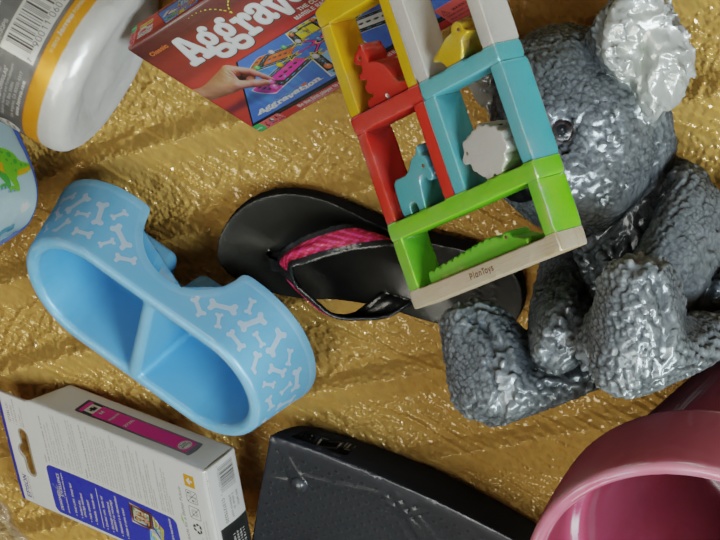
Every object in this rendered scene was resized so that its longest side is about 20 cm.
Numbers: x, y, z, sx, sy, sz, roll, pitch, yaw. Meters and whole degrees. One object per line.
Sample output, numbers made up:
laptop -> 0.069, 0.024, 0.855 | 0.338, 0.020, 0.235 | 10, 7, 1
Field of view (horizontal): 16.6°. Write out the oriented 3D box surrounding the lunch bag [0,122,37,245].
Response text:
lunch bag -> -0.306, -0.063, 1.555 | 0.200, 0.082, 0.161 | -30, 81, 39

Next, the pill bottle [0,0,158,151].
pill bottle -> -0.228, -0.164, 1.440 | 0.200, 0.116, 0.117 | 30, 131, 9

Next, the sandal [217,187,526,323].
sandal -> 0.000, 0.000, 1.470 | 0.199, 0.045, 0.075 | 12, 127, 22

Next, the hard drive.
hard drive -> 0.029, 0.181, 1.579 | 0.199, 0.042, 0.135 | 23, 129, 15

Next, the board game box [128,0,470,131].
board game box -> -0.029, -0.143, 1.370 | 0.103, 0.020, 0.200 | 32, 141, -30

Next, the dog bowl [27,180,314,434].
dog bowl -> -0.123, 0.027, 1.532 | 0.200, 0.050, 0.112 | 35, 146, 11

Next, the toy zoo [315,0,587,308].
toy zoo -> 0.039, -0.091, 1.267 | 0.131, 0.020, 0.201 | -24, 83, 53

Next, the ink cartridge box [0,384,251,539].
ink cartridge box -> -0.158, 0.137, 1.643 | 0.199, 0.037, 0.095 | 16, 128, 36

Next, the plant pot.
plant pot -> 0.210, 0.134, 1.322 | 0.199, 0.179, 0.201 | 15, 128, 20

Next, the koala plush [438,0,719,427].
koala plush -> 0.129, -0.043, 1.315 | 0.177, 0.183, 0.201 | -18, 93, 54
